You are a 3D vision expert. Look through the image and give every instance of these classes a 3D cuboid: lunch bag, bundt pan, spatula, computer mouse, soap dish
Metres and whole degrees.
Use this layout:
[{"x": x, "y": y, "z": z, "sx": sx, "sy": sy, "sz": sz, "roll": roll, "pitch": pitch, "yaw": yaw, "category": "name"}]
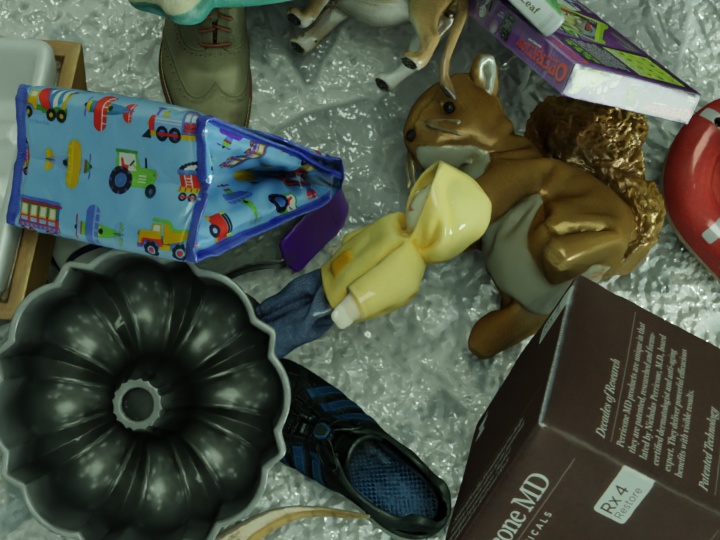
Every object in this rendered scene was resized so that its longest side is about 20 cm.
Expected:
[{"x": -0.114, "y": -0.068, "z": 1.037, "sx": 0.149, "sy": 0.199, "sz": 0.095, "roll": 11, "pitch": 100, "yaw": 26, "category": "lunch bag"}, {"x": -0.139, "y": 0.085, "z": 1.020, "sx": 0.199, "sy": 0.076, "sz": 0.204, "roll": 0, "pitch": 91, "yaw": 5, "category": "bundt pan"}, {"x": -0.091, "y": 0.006, "z": 1.119, "sx": 0.199, "sy": 0.057, "sz": 0.021, "roll": -31, "pitch": 63, "yaw": -2, "category": "spatula"}, {"x": -0.207, "y": 0.075, "z": 1.098, "sx": 0.058, "sy": 0.034, "sz": 0.202, "roll": -11, "pitch": 71, "yaw": -17, "category": "computer mouse"}, {"x": -0.276, "y": -0.063, "z": 1.070, "sx": 0.156, "sy": 0.081, "sz": 0.202, "roll": 4, "pitch": 73, "yaw": 17, "category": "soap dish"}]

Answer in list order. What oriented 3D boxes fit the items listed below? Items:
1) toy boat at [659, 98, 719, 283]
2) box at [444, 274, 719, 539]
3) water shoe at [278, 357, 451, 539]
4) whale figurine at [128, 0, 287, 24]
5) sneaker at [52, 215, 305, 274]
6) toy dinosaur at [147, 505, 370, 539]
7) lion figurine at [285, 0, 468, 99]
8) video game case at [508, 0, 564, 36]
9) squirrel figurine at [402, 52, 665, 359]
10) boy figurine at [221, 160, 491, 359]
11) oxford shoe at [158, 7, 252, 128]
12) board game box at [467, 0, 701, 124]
[{"x": 0.324, "y": -0.048, "z": 1.168, "sx": 0.130, "sy": 0.131, "sz": 0.200, "roll": -42, "pitch": 86, "yaw": -18, "category": "toy boat"}, {"x": 0.185, "y": 0.147, "z": 1.045, "sx": 0.198, "sy": 0.167, "sz": 0.165, "roll": 26, "pitch": 38, "yaw": -2, "category": "box"}, {"x": -0.018, "y": 0.116, "z": 1.091, "sx": 0.199, "sy": 0.079, "sz": 0.072, "roll": 32, "pitch": 72, "yaw": 0, "category": "water shoe"}, {"x": -0.066, "y": -0.223, "z": 1.084, "sx": 0.200, "sy": 0.158, "sz": 0.104, "roll": -42, "pitch": 129, "yaw": -21, "category": "whale figurine"}, {"x": -0.128, "y": -0.040, "z": 1.121, "sx": 0.198, "sy": 0.077, "sz": 0.081, "roll": -12, "pitch": 52, "yaw": -20, "category": "sneaker"}, {"x": -0.104, "y": 0.202, "z": 1.074, "sx": 0.200, "sy": 0.060, "sz": 0.106, "roll": -45, "pitch": 105, "yaw": -8, "category": "toy dinosaur"}, {"x": 0.020, "y": -0.207, "z": 1.164, "sx": 0.199, "sy": 0.073, "sz": 0.123, "roll": 30, "pitch": 68, "yaw": 23, "category": "lion figurine"}, {"x": 0.069, "y": -0.263, "z": 1.116, "sx": 0.182, "sy": 0.200, "sz": 0.022, "roll": 41, "pitch": 108, "yaw": -17, "category": "video game case"}, {"x": 0.127, "y": -0.070, "z": 1.156, "sx": 0.199, "sy": 0.142, "sz": 0.187, "roll": -24, "pitch": 70, "yaw": -29, "category": "squirrel figurine"}, {"x": 0.000, "y": 0.000, "z": 1.062, "sx": 0.199, "sy": 0.125, "sz": 0.065, "roll": -33, "pitch": 109, "yaw": 16, "category": "boy figurine"}, {"x": -0.117, "y": -0.185, "z": 1.155, "sx": 0.070, "sy": 0.075, "sz": 0.202, "roll": -6, "pitch": 77, "yaw": -12, "category": "oxford shoe"}, {"x": 0.150, "y": -0.172, "z": 1.139, "sx": 0.119, "sy": 0.200, "sz": 0.033, "roll": 13, "pitch": 114, "yaw": -32, "category": "board game box"}]
